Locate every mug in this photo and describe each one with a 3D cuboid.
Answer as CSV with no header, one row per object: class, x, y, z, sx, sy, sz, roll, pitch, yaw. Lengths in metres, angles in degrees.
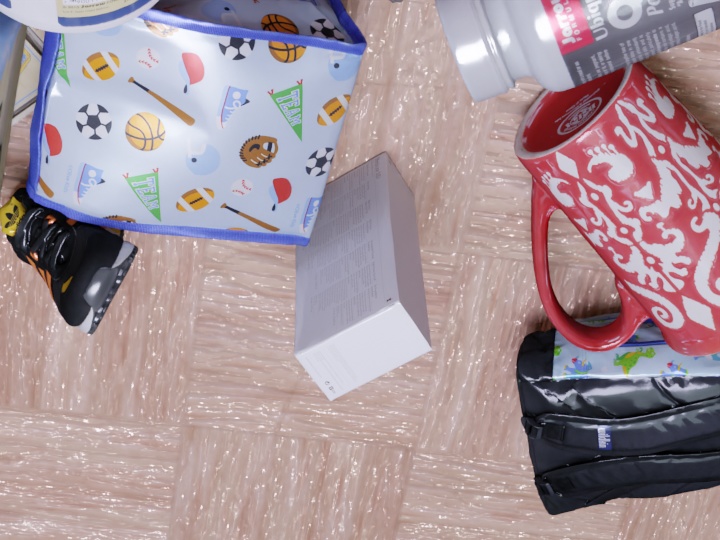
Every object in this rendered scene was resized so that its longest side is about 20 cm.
mug,0.199,-0.037,1.072,0.200,0.133,0.178,44,81,-22

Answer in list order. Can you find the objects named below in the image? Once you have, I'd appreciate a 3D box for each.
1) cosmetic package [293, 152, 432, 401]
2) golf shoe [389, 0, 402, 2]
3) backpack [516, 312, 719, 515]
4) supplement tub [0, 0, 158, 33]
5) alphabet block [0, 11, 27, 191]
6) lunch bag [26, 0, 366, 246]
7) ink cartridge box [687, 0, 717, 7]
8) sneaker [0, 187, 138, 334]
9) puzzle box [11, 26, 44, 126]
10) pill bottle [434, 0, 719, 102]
cosmetic package,0.000,0.000,1.054,0.082,0.201,0.051,-29,119,16
golf shoe,0.066,-0.244,0.947,0.199,0.073,0.092,-26,144,24
backpack,0.238,0.103,1.179,0.198,0.154,0.164,-2,124,25
supplement tub,-0.167,-0.242,0.841,0.143,0.146,0.200,5,156,-6
alphabet block,-0.328,-0.091,0.958,0.194,0.196,0.201,13,121,-9
lunch bag,-0.119,-0.118,1.012,0.198,0.124,0.171,1,124,-23
ink cartridge box,0.244,-0.277,0.887,0.144,0.202,0.088,-13,167,5
sneaker,-0.213,-0.015,1.042,0.090,0.200,0.070,28,94,-16
puzzle box,-0.281,-0.156,1.045,0.199,0.026,0.133,-32,119,17
pill bottle,0.154,-0.186,0.993,0.198,0.111,0.111,-21,122,11
